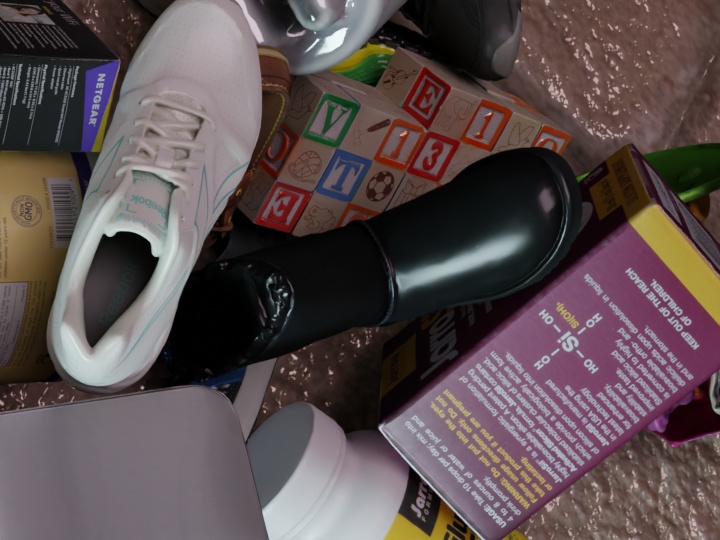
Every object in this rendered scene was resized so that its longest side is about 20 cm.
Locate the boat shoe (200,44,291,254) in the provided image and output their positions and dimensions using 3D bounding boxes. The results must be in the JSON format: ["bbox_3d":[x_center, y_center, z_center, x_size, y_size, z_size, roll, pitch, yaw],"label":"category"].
[{"bbox_3d":[-0.090,-0.043,0.919,0.072,0.200,0.068,0,58,-37],"label":"boat shoe"}]

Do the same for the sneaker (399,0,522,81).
[{"bbox_3d":[0.034,-0.177,1.068,0.079,0.200,0.076,-6,128,-24],"label":"sneaker"}]

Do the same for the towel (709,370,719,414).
[{"bbox_3d":[0.270,0.016,1.113,0.200,0.034,0.194,26,69,-62],"label":"towel"}]

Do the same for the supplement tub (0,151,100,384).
[{"bbox_3d":[-0.231,-0.011,0.855,0.199,0.145,0.146,-2,82,-34],"label":"supplement tub"}]

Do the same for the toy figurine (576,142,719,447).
[{"bbox_3d":[0.200,0.033,1.142,0.200,0.149,0.185,-36,113,-56],"label":"toy figurine"}]

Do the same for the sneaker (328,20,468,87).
[{"bbox_3d":[-0.006,-0.114,1.083,0.199,0.078,0.086,-2,119,-41],"label":"sneaker"}]

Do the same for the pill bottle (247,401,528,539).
[{"bbox_3d":[0.018,0.166,1.010,0.200,0.112,0.113,38,62,-23],"label":"pill bottle"}]

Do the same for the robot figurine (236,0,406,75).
[{"bbox_3d":[-0.025,-0.178,0.951,0.113,0.169,0.200,64,25,-15],"label":"robot figurine"}]

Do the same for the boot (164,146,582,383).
[{"bbox_3d":[0.000,-0.001,0.905,0.162,0.198,0.074,-12,81,-46],"label":"boot"}]

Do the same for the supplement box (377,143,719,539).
[{"bbox_3d":[0.116,0.039,0.989,0.200,0.131,0.103,-41,103,13],"label":"supplement box"}]

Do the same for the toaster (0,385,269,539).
[{"bbox_3d":[-0.169,0.131,0.851,0.199,0.180,0.120,-6,84,-36],"label":"toaster"}]

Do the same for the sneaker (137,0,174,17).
[{"bbox_3d":[-0.115,-0.212,1.002,0.200,0.093,0.071,39,62,-22],"label":"sneaker"}]

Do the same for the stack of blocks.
[{"bbox_3d":[0.021,-0.069,1.033,0.199,0.059,0.116,15,110,-43],"label":"stack of blocks"}]

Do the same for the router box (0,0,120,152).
[{"bbox_3d":[-0.232,-0.124,0.851,0.156,0.200,0.053,-2,120,-34],"label":"router box"}]

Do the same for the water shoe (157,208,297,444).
[{"bbox_3d":[-0.091,0.051,0.997,0.079,0.072,0.201,24,62,-7],"label":"water shoe"}]

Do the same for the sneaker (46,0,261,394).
[{"bbox_3d":[-0.092,-0.039,0.802,0.070,0.080,0.201,18,82,-5],"label":"sneaker"}]
